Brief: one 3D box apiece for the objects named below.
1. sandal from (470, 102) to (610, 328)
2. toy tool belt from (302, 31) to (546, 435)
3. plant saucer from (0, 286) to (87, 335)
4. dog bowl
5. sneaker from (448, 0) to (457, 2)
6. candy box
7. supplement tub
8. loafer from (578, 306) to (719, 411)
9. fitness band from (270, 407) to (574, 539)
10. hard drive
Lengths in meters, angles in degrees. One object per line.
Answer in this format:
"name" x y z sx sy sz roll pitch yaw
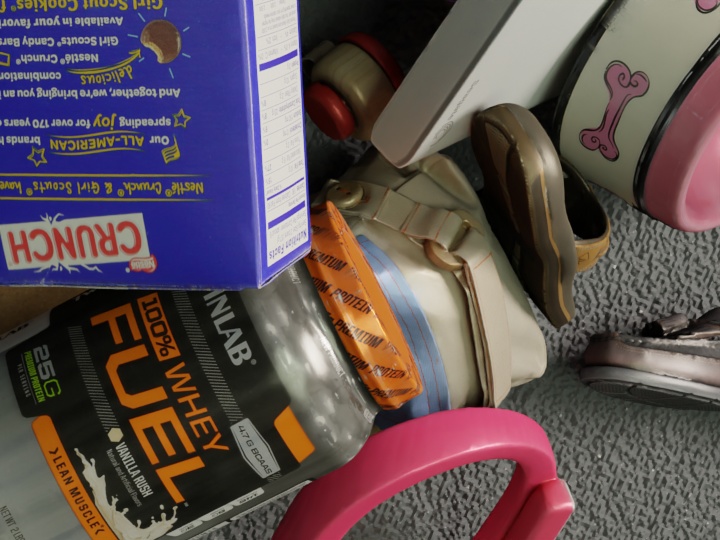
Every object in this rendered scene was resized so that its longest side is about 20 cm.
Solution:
"sandal" 0.091 -0.032 1.179 0.054 0.082 0.200 -30 157 -7
"toy tool belt" 0.000 0.000 1.177 0.123 0.125 0.201 -38 117 -20
"plant saucer" -0.159 0.001 1.148 0.199 0.035 0.202 -7 108 -22
"dog bowl" 0.190 -0.103 1.199 0.200 0.074 0.201 -38 158 -19
"sneaker" 0.090 -0.161 1.174 0.199 0.114 0.073 -13 109 -23
"candy box" -0.111 -0.097 1.004 0.168 0.077 0.202 2 102 19
"supplement tub" -0.080 0.055 1.085 0.199 0.123 0.123 -28 117 5
"loafer" 0.200 0.047 1.325 0.199 0.072 0.064 12 81 -34
"fitness band" 0.024 0.136 1.221 0.143 0.038 0.201 -2 143 -24
"hard drive" 0.099 -0.125 1.143 0.199 0.027 0.132 -26 158 -48
